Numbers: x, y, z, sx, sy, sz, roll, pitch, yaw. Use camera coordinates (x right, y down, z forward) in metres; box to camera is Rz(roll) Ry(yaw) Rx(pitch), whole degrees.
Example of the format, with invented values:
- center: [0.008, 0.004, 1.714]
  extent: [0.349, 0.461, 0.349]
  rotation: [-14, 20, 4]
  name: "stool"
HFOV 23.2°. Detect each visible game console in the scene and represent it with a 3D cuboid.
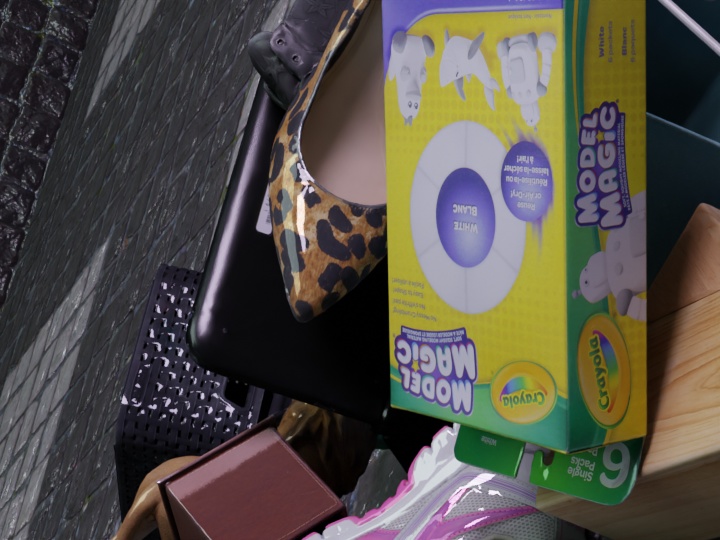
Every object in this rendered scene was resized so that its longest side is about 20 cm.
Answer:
- center: [0.000, 0.000, 0.967]
  extent: [0.117, 0.174, 0.202]
  rotation: [125, 161, -63]
  name: "game console"

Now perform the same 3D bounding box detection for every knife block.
- center: [0.153, 0.059, 0.655]
  extent: [0.201, 0.063, 0.176]
  rotation: [-61, 18, 20]
  name: "knife block"

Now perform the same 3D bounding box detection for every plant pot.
- center: [0.094, -0.032, 0.825]
  extent: [0.142, 0.140, 0.201]
  rotation: [-90, 25, -50]
  name: "plant pot"

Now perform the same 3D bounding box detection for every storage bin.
- center: [-0.110, 0.103, 1.226]
  extent: [0.201, 0.093, 0.136]
  rotation: [97, -176, -59]
  name: "storage bin"

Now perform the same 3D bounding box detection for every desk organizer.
- center: [-0.041, 0.185, 0.933]
  extent: [0.077, 0.071, 0.202]
  rotation: [41, 151, 44]
  name: "desk organizer"

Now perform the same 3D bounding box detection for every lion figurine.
- center: [-0.065, 0.120, 0.963]
  extent: [0.199, 0.072, 0.123]
  rotation: [-25, -39, -43]
  name: "lion figurine"

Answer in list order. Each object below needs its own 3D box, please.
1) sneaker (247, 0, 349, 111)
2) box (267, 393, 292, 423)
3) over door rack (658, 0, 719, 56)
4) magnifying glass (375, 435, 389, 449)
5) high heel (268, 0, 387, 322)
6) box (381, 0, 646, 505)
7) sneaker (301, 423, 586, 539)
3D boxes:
- center: [-0.018, -0.086, 0.901]
  extent: [0.201, 0.103, 0.060]
  rotation: [-64, -1, -26]
  name: "sneaker"
- center: [0.010, 0.001, 1.174]
  extent: [0.158, 0.048, 0.202]
  rotation: [-30, 41, 63]
  name: "box"
- center: [0.180, -0.154, 0.736]
  extent: [0.201, 0.066, 0.148]
  rotation: [56, 137, 29]
  name: "over door rack"
- center: [0.041, 0.014, 1.060]
  extent: [0.079, 0.022, 0.202]
  rotation: [14, 68, 28]
  name: "magnifying glass"
- center: [0.010, -0.085, 0.793]
  extent: [0.143, 0.071, 0.202]
  rotation: [122, 167, -61]
  name: "high heel"
- center: [0.059, -0.012, 0.691]
  extent: [0.117, 0.048, 0.203]
  rotation: [8, 104, 55]
  name: "box"
- center: [0.026, 0.156, 0.832]
  extent: [0.200, 0.081, 0.089]
  rotation: [-45, 43, 14]
  name: "sneaker"
